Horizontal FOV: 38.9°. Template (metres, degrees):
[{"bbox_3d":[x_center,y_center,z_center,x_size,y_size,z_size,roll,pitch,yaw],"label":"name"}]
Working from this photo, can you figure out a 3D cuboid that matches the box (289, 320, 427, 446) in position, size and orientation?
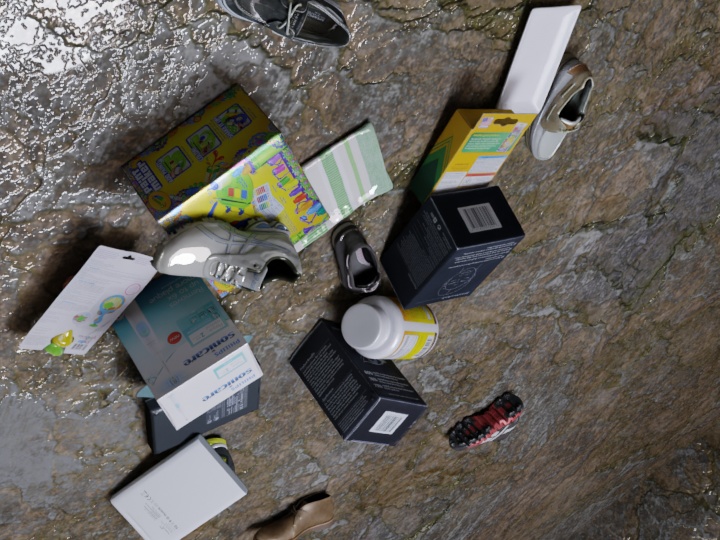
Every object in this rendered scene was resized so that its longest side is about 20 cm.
[{"bbox_3d":[-0.005,0.198,1.789,0.148,0.200,0.104,19,115,-50],"label":"box"}]

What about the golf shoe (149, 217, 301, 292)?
[{"bbox_3d":[-0.163,-0.014,1.296,0.200,0.097,0.078,-9,137,-34],"label":"golf shoe"}]

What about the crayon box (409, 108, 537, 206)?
[{"bbox_3d":[0.179,-0.193,1.639,0.126,0.052,0.200,-6,143,-38],"label":"crayon box"}]

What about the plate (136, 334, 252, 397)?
[{"bbox_3d":[-0.252,0.156,1.584,0.200,0.026,0.200,-29,174,-3],"label":"plate"}]

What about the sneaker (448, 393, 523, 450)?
[{"bbox_3d":[0.292,0.368,2.358,0.200,0.071,0.098,-29,141,-17],"label":"sneaker"}]

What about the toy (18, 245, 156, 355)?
[{"bbox_3d":[-0.376,0.034,1.402,0.200,0.047,0.115,-49,147,18],"label":"toy"}]

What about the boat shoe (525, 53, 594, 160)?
[{"bbox_3d":[0.335,-0.262,1.717,0.075,0.068,0.200,-19,140,-27],"label":"boat shoe"}]

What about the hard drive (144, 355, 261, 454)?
[{"bbox_3d":[-0.264,0.227,1.717,0.200,0.033,0.140,-22,147,-25],"label":"hard drive"}]

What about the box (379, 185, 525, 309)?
[{"bbox_3d":[0.151,-0.037,1.709,0.148,0.107,0.200,-11,154,-33],"label":"box"}]

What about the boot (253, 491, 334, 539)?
[{"bbox_3d":[-0.141,0.521,2.146,0.200,0.074,0.076,-14,119,-38],"label":"boot"}]

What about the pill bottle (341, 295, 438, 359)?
[{"bbox_3d":[0.050,0.101,1.786,0.109,0.109,0.200,-51,154,16],"label":"pill bottle"}]

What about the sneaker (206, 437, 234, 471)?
[{"bbox_3d":[-0.310,0.382,1.808,0.200,0.085,0.074,-40,144,0],"label":"sneaker"}]

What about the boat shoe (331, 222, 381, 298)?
[{"bbox_3d":[0.000,0.000,1.702,0.067,0.057,0.200,-34,144,-9],"label":"boat shoe"}]

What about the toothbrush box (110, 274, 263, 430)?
[{"bbox_3d":[-0.253,0.103,1.454,0.146,0.200,0.085,-31,141,-11],"label":"toothbrush box"}]

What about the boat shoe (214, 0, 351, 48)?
[{"bbox_3d":[-0.087,-0.324,1.257,0.200,0.071,0.072,2,127,-43],"label":"boat shoe"}]

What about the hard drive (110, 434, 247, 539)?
[{"bbox_3d":[-0.314,0.388,1.764,0.200,0.026,0.132,-36,103,11],"label":"hard drive"}]

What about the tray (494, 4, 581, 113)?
[{"bbox_3d":[0.274,-0.333,1.623,0.107,0.022,0.200,-14,137,-34],"label":"tray"}]

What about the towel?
[{"bbox_3d":[-0.048,-0.121,1.557,0.200,0.023,0.153,-34,144,-9],"label":"towel"}]

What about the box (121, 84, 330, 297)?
[{"bbox_3d":[-0.176,-0.102,1.372,0.193,0.122,0.200,-36,145,-5],"label":"box"}]
